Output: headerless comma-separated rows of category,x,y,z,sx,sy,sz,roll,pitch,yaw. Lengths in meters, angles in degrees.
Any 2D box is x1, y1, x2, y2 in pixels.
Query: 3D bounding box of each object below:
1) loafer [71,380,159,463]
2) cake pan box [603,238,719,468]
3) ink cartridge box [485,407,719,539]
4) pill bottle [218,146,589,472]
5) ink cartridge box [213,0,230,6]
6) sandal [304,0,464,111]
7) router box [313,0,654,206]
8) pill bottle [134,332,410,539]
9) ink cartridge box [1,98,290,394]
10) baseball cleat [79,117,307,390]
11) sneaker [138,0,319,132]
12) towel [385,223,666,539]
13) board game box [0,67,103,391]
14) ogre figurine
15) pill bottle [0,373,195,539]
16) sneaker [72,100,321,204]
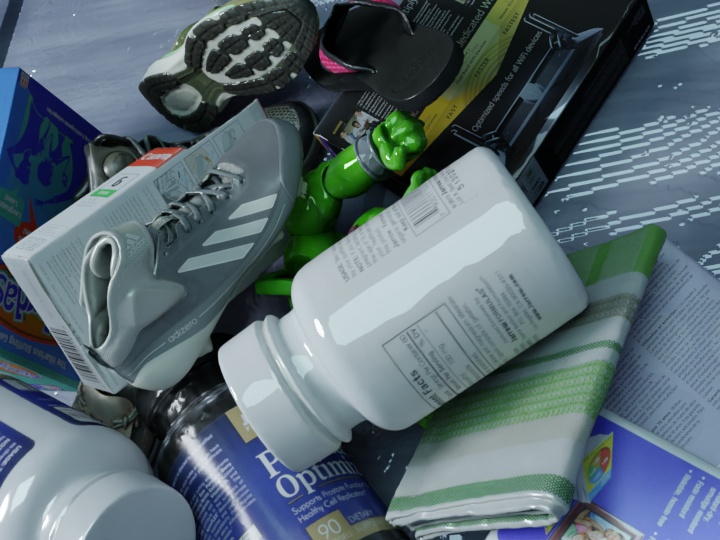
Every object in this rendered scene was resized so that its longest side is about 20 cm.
loafer,-0.173,0.076,0.906,0.072,0.063,0.201,19,83,24
cake pan box,0.193,0.104,0.764,0.184,0.052,0.200,41,90,26
ink cartridge box,0.154,0.199,0.692,0.200,0.043,0.199,28,82,30
pill bottle,0.022,0.028,0.737,0.200,0.114,0.115,-34,63,6
ink cartridge box,-0.097,-0.296,1.010,0.200,0.067,0.116,-31,64,8
sandal,0.006,-0.156,0.849,0.075,0.045,0.200,-53,28,-1
router box,0.086,-0.135,0.888,0.157,0.052,0.200,32,86,28
pill bottle,-0.063,0.140,0.817,0.112,0.112,0.200,-42,63,3
ink cartridge box,-0.129,-0.021,0.856,0.200,0.109,0.050,-40,25,-27
baseball cleat,-0.106,-0.024,0.791,0.070,0.106,0.201,11,71,43
sneaker,-0.094,-0.176,0.932,0.200,0.077,0.089,-16,45,50
towel,0.103,0.069,0.751,0.149,0.031,0.200,-20,34,52
board game box,-0.244,-0.025,0.925,0.045,0.152,0.201,1,73,21
ogre figurine,0.000,0.000,0.843,0.119,0.201,0.098,-1,29,32
pill bottle,-0.202,0.148,0.810,0.200,0.120,0.120,17,78,43
sneaker,-0.125,-0.070,0.917,0.199,0.114,0.076,-27,66,9
